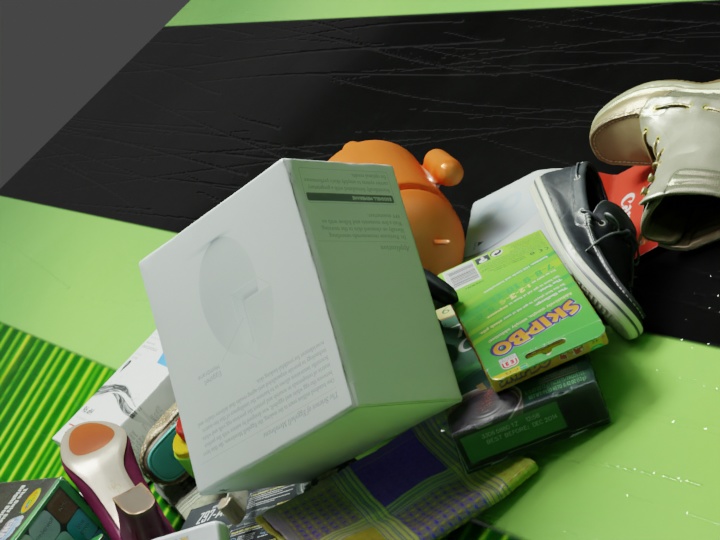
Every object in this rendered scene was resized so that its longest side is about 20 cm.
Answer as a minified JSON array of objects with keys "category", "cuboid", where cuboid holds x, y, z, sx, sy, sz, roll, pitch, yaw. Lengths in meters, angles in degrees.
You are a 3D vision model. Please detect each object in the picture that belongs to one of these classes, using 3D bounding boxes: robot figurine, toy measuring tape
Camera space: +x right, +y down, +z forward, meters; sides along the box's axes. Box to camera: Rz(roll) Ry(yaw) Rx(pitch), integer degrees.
[{"category":"robot figurine","cuboid":[0.024,-0.042,1.728,0.143,0.117,0.200,-16,33,-11]},{"category":"toy measuring tape","cuboid":[-0.129,0.168,1.677,0.073,0.074,0.200,-34,23,14]}]

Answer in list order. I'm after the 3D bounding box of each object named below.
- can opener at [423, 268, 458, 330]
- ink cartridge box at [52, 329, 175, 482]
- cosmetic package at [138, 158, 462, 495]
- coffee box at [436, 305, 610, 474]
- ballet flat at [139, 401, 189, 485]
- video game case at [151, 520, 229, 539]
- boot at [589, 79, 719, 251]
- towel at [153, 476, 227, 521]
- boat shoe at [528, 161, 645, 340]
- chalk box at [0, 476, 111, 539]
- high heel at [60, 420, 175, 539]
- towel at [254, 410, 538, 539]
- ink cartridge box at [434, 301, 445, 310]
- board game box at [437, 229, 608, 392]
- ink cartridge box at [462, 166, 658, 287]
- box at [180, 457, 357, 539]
[{"category":"can opener","cuboid":[0.000,0.000,1.604,0.200,0.078,0.064,34,102,35]},{"category":"ink cartridge box","cuboid":[-0.231,0.157,1.949,0.200,0.068,0.116,-48,23,-15]},{"category":"cosmetic package","cuboid":[-0.050,0.047,1.518,0.199,0.122,0.201,-31,67,42]},{"category":"coffee box","cuboid":[0.120,0.075,1.537,0.122,0.044,0.200,-20,25,7]},{"category":"ballet flat","cuboid":[-0.130,0.116,1.799,0.200,0.071,0.065,-40,14,-10]},{"category":"video game case","cuboid":[-0.179,0.303,1.478,0.199,0.023,0.183,-19,64,19]},{"category":"boot","cuboid":[0.254,-0.085,1.609,0.199,0.072,0.155,-5,41,41]},{"category":"towel","cuboid":[-0.107,0.152,1.822,0.200,0.035,0.192,-41,25,-6]},{"category":"boat shoe","cuboid":[0.192,-0.022,1.568,0.062,0.075,0.201,-31,37,10]},{"category":"chalk box","cuboid":[-0.293,0.274,1.764,0.199,0.124,0.125,-10,36,50]},{"category":"high heel","cuboid":[-0.217,0.210,1.747,0.067,0.097,0.200,-21,30,-13]},{"category":"towel","cuboid":[0.026,0.174,1.496,0.199,0.023,0.144,-28,26,-11]},{"category":"ink cartridge box","cuboid":[-0.024,0.066,1.739,0.175,0.045,0.201,-5,35,20]},{"category":"board game box","cuboid":[0.127,0.032,1.530,0.095,0.030,0.200,-24,23,0]},{"category":"ink cartridge box","cuboid":[0.177,-0.040,1.691,0.199,0.047,0.161,-29,25,29]},{"category":"box","cuboid":[-0.090,0.245,1.593,0.199,0.044,0.161,-23,28,37]}]
